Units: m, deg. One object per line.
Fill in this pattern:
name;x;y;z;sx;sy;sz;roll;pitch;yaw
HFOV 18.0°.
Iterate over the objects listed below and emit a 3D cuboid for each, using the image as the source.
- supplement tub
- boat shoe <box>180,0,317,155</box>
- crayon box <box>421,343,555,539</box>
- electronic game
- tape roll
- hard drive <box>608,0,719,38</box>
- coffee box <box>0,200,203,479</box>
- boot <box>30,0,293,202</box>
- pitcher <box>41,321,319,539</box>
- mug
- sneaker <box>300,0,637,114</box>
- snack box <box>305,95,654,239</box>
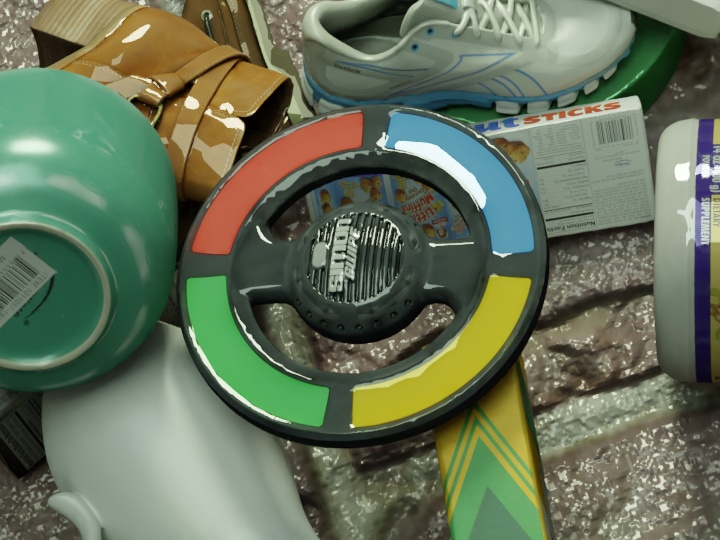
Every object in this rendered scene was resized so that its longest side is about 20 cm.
supplement tub;0.261;-0.010;1.223;0.199;0.145;0.146;0;66;10
boat shoe;-0.087;-0.142;1.383;0.068;0.072;0.200;-25;64;-3
crayon box;0.074;0.120;1.209;0.051;0.126;0.201;-11;64;6
electronic game;0.000;0.000;1.189;0.199;0.042;0.201;-6;61;11
tape roll;0.098;-0.164;1.375;0.200;0.048;0.201;-4;66;9
hard drive;0.171;-0.232;1.348;0.131;0.026;0.200;22;49;0
coffee box;-0.165;0.009;1.325;0.200;0.080;0.113;-40;64;-9
boot;-0.141;-0.059;1.276;0.155;0.077;0.200;23;63;16
pitcher;-0.107;0.131;1.223;0.171;0.121;0.200;-21;58;-34
mug;-0.171;0.000;1.189;0.151;0.186;0.115;-4;29;-2
sneaker;0.060;-0.135;1.295;0.199;0.087;0.075;-10;63;3
snack box;0.069;-0.049;1.316;0.199;0.072;0.024;-9;25;6
